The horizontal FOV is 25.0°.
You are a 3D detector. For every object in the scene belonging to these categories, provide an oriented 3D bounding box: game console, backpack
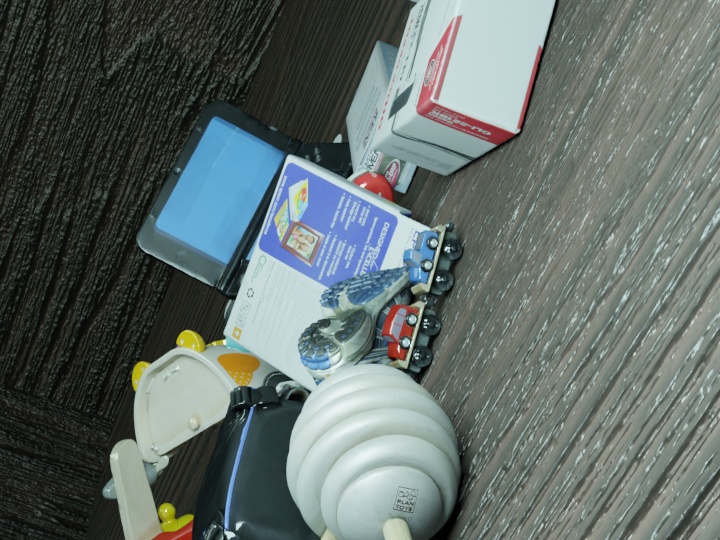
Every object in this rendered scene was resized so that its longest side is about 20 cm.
[{"bbox_3d":[-0.120,-0.079,1.772,0.175,0.116,0.201,4,63,51],"label":"game console"},{"bbox_3d":[-0.063,0.221,1.302,0.184,0.146,0.201,-83,11,-46],"label":"backpack"}]

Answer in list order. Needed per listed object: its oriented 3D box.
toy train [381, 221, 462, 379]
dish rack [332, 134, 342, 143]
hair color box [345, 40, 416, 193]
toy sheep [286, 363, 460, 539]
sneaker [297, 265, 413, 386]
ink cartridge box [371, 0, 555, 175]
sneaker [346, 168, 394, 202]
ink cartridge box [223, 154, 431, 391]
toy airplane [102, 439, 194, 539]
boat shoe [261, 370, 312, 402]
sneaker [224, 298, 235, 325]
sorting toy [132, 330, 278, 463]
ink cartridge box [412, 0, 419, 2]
[{"bbox_3d":[0.040,0.051,1.353,0.034,0.045,0.201,150,138,-74],"label":"toy train"},{"bbox_3d":[-0.050,-0.053,1.988,0.200,0.043,0.173,127,158,-58],"label":"dish rack"},{"bbox_3d":[0.032,-0.167,1.729,0.200,0.060,0.100,-96,27,-68],"label":"hair color box"},{"bbox_3d":[0.009,0.142,1.148,0.139,0.137,0.200,-66,27,24],"label":"toy sheep"},{"bbox_3d":[0.002,0.062,1.419,0.200,0.077,0.086,-51,-54,-58],"label":"sneaker"},{"bbox_3d":[0.088,-0.177,1.408,0.200,0.083,0.145,150,137,-75],"label":"ink cartridge box"},{"bbox_3d":[0.000,0.000,1.628,0.085,0.077,0.202,22,98,60],"label":"sneaker"},{"bbox_3d":[-0.026,0.015,1.574,0.199,0.047,0.199,29,103,34],"label":"ink cartridge box"},{"bbox_3d":[-0.221,0.308,1.754,0.141,0.198,0.201,2,65,61],"label":"toy airplane"},{"bbox_3d":[-0.062,0.142,1.572,0.200,0.073,0.061,-109,18,-63],"label":"boat shoe"},{"bbox_3d":[-0.097,-0.017,1.861,0.201,0.072,0.083,-59,31,-9],"label":"sneaker"},{"bbox_3d":[-0.145,0.120,1.841,0.200,0.179,0.108,-32,77,43],"label":"sorting toy"},{"bbox_3d":[0.110,-0.373,1.634,0.146,0.084,0.202,162,126,-77],"label":"ink cartridge box"}]
